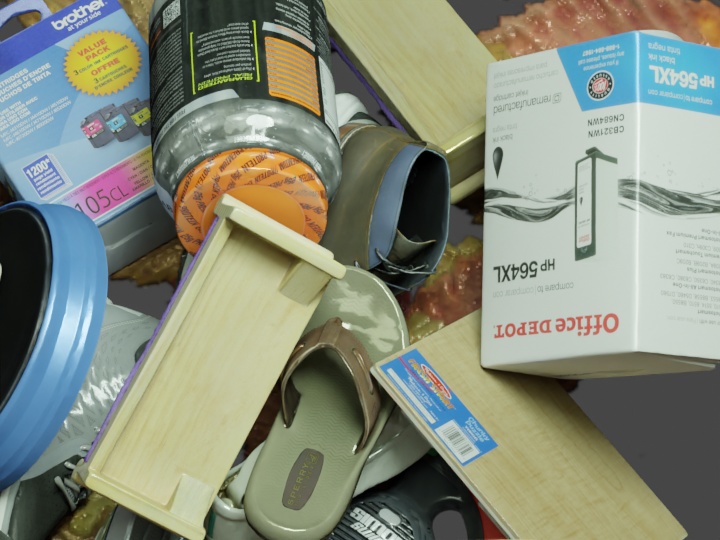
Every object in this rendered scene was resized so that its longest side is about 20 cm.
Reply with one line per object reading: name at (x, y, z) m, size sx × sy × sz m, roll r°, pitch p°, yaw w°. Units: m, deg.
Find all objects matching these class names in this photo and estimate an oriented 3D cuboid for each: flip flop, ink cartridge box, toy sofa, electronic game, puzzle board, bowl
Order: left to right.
bowl at (-0.235, 0.047, 1.719) m, size 0.039 × 0.201 × 0.201 m, roll 25°, pitch 58°, yaw -32°
ink cartridge box at (-0.195, -0.103, 1.853) m, size 0.136 × 0.076 × 0.200 m, roll -31°, pitch 63°, yaw -11°
toy sofa at (-0.095, 0.059, 1.634) m, size 0.083 × 0.098 × 0.200 m, roll 28°, pitch 89°, yaw -13°
flip flop at (-0.022, 0.078, 1.641) m, size 0.081 × 0.058 × 0.200 m, roll 14°, pitch 55°, yaw 11°
electronic game at (0.008, 0.178, 1.708) m, size 0.200 × 0.042 × 0.200 m, roll -2°, pitch 62°, yaw 4°
toy sofa at (0.037, -0.141, 1.827) m, size 0.083 × 0.098 × 0.200 m, roll -31°, pitch 65°, yaw -14°
puzzle board at (0.105, 0.118, 1.672) m, size 0.200 × 0.017 × 0.151 m, roll 49°, pitch 33°, yaw 11°
ink cartridge box at (0.152, -0.037, 1.673) m, size 0.084 × 0.146 × 0.200 m, roll 8°, pitch 79°, yaw -38°

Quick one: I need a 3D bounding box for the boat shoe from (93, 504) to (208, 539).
boat shoe at (-0.151, 0.188, 1.699) m, size 0.062 × 0.072 × 0.200 m, roll 1°, pitch 55°, yaw 47°

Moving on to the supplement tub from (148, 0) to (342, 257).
supplement tub at (-0.076, -0.102, 1.731) m, size 0.122 × 0.123 × 0.200 m, roll -7°, pitch 47°, yaw 2°

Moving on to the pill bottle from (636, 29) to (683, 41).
pill bottle at (0.204, -0.052, 1.769) m, size 0.113 × 0.113 × 0.200 m, roll -15°, pitch 62°, yaw -3°

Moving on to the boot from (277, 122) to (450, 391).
boot at (0.000, 0.000, 1.742) m, size 0.075 × 0.097 × 0.200 m, roll 14°, pitch 85°, yaw -33°

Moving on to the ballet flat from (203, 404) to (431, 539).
ballet flat at (-0.016, 0.110, 1.692) m, size 0.200 × 0.069 × 0.069 m, roll -35°, pitch 65°, yaw -16°

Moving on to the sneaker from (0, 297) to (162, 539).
sneaker at (-0.164, 0.111, 1.742) m, size 0.115 × 0.075 × 0.200 m, roll 14°, pitch 65°, yaw 7°

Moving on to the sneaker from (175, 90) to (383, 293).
sneaker at (-0.049, -0.035, 1.807) m, size 0.079 × 0.074 × 0.200 m, roll 40°, pitch 72°, yaw 16°
